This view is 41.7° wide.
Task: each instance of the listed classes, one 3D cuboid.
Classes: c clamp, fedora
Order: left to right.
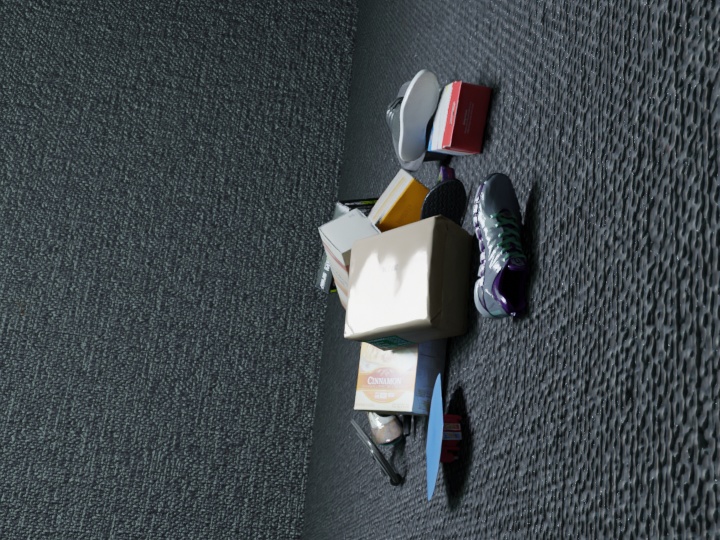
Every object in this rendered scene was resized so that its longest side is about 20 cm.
[{"bbox_3d":[0.038,0.378,1.926,0.171,0.027,0.200,58,173,-13],"label":"c clamp"},{"bbox_3d":[0.134,-0.285,1.899,0.200,0.090,0.177,-117,33,-62],"label":"fedora"}]

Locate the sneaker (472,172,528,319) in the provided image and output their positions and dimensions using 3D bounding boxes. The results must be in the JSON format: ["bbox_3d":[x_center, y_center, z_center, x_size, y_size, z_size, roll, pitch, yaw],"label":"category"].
[{"bbox_3d":[0.201,-0.034,1.269,0.088,0.074,0.200,177,92,-68],"label":"sneaker"}]

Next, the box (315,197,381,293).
[{"bbox_3d":[0.008,-0.056,1.987,0.047,0.200,0.193,33,118,35],"label":"box"}]

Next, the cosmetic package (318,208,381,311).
[{"bbox_3d":[0.000,0.000,1.768,0.103,0.087,0.200,48,160,48],"label":"cosmetic package"}]

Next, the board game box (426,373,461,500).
[{"bbox_3d":[0.135,0.267,1.505,0.200,0.039,0.158,-85,1,-61],"label":"board game box"}]

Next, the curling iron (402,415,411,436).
[{"bbox_3d":[0.088,0.252,1.886,0.050,0.026,0.200,-36,35,23],"label":"curling iron"}]

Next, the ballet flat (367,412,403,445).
[{"bbox_3d":[0.042,0.315,1.980,0.067,0.068,0.200,65,173,-5],"label":"ballet flat"}]

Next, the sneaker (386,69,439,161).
[{"bbox_3d":[0.089,-0.306,1.744,0.200,0.071,0.099,100,154,-48],"label":"sneaker"}]

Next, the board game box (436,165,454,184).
[{"bbox_3d":[0.146,-0.087,1.830,0.120,0.032,0.200,-95,15,-49],"label":"board game box"}]

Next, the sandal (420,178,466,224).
[{"bbox_3d":[0.139,-0.082,1.704,0.048,0.075,0.201,-88,9,-57],"label":"sandal"}]

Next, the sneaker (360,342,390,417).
[{"bbox_3d":[0.054,0.179,1.811,0.079,0.075,0.200,-20,78,62],"label":"sneaker"}]

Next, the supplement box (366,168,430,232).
[{"bbox_3d":[0.082,-0.118,1.822,0.126,0.073,0.200,-53,10,7],"label":"supplement box"}]

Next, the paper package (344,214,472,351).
[{"bbox_3d":[0.080,0.027,1.592,0.200,0.103,0.191,-15,61,43],"label":"paper package"}]

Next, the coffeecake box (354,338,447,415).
[{"bbox_3d":[0.074,0.155,1.690,0.153,0.073,0.200,-8,71,49],"label":"coffeecake box"}]

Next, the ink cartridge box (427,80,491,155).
[{"bbox_3d":[0.175,-0.263,1.655,0.200,0.067,0.116,-135,54,-81],"label":"ink cartridge box"}]
